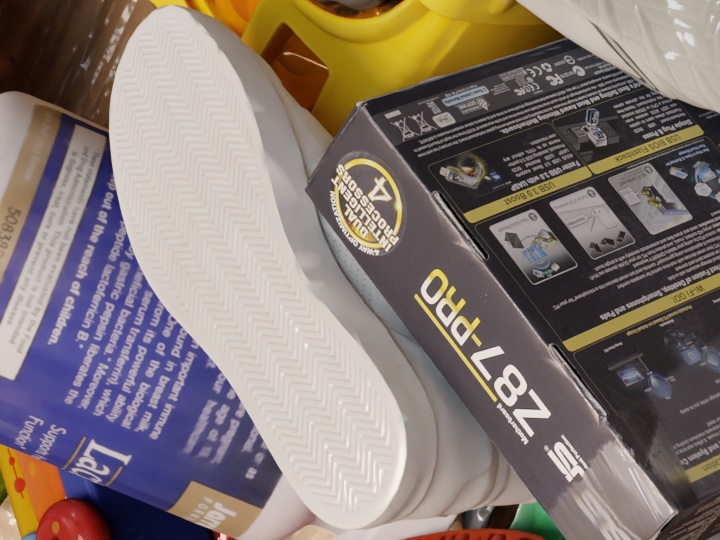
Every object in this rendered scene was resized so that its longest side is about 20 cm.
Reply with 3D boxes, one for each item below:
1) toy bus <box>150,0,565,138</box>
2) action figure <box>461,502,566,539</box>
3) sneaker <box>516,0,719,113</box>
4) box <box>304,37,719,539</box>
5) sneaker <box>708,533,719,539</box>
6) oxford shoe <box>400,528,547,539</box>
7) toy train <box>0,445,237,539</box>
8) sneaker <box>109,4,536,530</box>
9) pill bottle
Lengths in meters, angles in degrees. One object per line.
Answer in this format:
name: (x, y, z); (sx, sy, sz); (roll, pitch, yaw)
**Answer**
toy bus: (-0.020, -0.118, 1.062); (0.200, 0.135, 0.192); (52, 127, 20)
action figure: (0.069, 0.104, 1.029); (0.200, 0.118, 0.055); (-52, 41, 27)
sneaker: (0.061, -0.118, 0.936); (0.200, 0.072, 0.072); (37, 95, -13)
box: (0.103, -0.004, 0.946); (0.161, 0.200, 0.049); (51, 134, 18)
sneaker: (0.110, 0.174, 1.015); (0.073, 0.084, 0.200); (-107, 34, -49)
oxford shoe: (-0.004, 0.147, 1.004); (0.200, 0.071, 0.073); (-28, 104, 32)
toy train: (-0.127, 0.052, 1.141); (0.116, 0.084, 0.201); (-36, 65, 40)
sneaker: (0.000, 0.000, 0.970); (0.074, 0.115, 0.200); (-49, 56, 33)
pill bottle: (-0.056, 0.026, 1.034); (0.199, 0.116, 0.116); (23, 102, -9)
